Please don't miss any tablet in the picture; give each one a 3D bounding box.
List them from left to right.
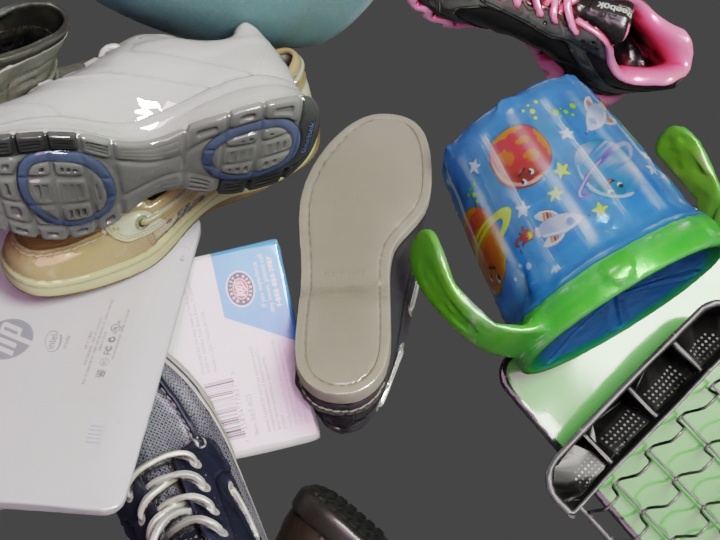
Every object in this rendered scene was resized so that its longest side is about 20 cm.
[{"bbox_3d":[-0.165,0.041,0.943,0.129,0.014,0.201,2,48,10],"label":"tablet"}]

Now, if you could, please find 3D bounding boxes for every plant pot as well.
[{"bbox_3d":[-0.052,-0.201,0.991,0.135,0.200,0.201,36,84,-26],"label":"plant pot"}]

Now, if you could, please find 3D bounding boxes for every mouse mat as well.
[{"bbox_3d":[0.199,0.082,1.056,0.161,0.008,0.200,-40,87,-5],"label":"mouse mat"}]

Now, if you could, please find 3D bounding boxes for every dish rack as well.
[{"bbox_3d":[0.217,0.135,1.022,0.153,0.055,0.200,-44,89,-5],"label":"dish rack"}]

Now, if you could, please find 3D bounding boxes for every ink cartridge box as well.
[{"bbox_3d":[-0.131,0.062,1.012,0.199,0.068,0.116,-12,87,-4],"label":"ink cartridge box"}]

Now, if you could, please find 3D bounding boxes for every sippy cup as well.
[{"bbox_3d":[0.115,-0.032,1.001,0.139,0.178,0.131,-36,75,24],"label":"sippy cup"}]

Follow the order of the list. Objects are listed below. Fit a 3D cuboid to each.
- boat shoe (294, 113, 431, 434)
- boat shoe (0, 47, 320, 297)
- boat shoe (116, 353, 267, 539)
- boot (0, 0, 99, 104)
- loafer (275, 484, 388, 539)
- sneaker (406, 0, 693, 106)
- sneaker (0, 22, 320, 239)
[{"bbox_3d":[0.000,0.000,1.012,0.072,0.063,0.201,5,54,8],"label":"boat shoe"},{"bbox_3d":[-0.112,-0.057,0.974,0.199,0.063,0.073,-34,52,-24],"label":"boat shoe"},{"bbox_3d":[-0.091,0.122,0.930,0.074,0.093,0.201,-30,90,-4],"label":"boat shoe"},{"bbox_3d":[-0.171,-0.095,0.959,0.200,0.131,0.068,-32,73,-36],"label":"boot"},{"bbox_3d":[0.024,0.210,1.012,0.200,0.073,0.071,43,95,6],"label":"loafer"},{"bbox_3d":[0.107,-0.151,0.990,0.199,0.095,0.079,24,86,-32],"label":"sneaker"},{"bbox_3d":[-0.124,-0.075,0.914,0.199,0.075,0.087,-10,51,-17],"label":"sneaker"}]
